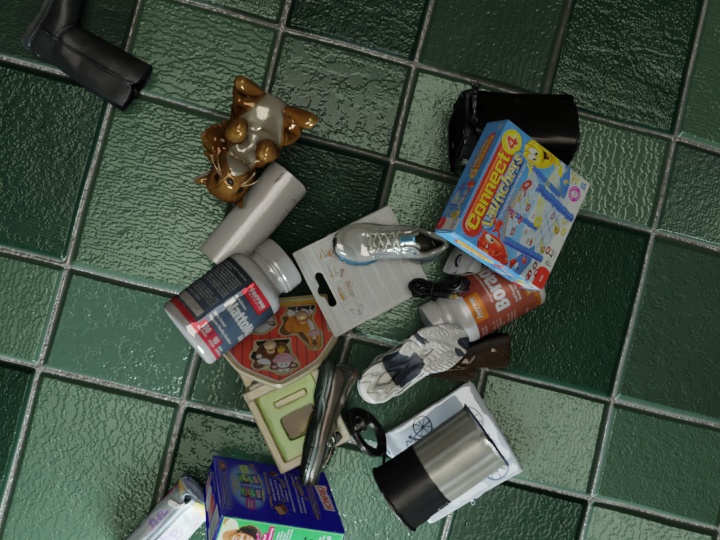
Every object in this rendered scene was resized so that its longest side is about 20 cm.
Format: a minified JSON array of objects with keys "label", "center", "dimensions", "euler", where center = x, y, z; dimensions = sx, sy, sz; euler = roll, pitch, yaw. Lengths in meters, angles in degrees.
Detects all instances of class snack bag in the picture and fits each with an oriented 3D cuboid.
[{"label":"snack bag","center":[0.160,0.324,1.286],"dimensions":[0.200,0.021,0.189],"euler":[-31,90,-3]}]

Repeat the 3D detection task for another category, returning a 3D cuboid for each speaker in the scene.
[{"label":"speaker","center":[-0.182,-0.086,1.240],"dimensions":[0.081,0.081,0.200],"euler":[39,87,-3]}]

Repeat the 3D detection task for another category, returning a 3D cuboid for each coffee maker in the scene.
[{"label":"coffee maker","center":[0.262,-0.235,1.228],"dimensions":[0.200,0.192,0.135],"euler":[1,92,-4]}]

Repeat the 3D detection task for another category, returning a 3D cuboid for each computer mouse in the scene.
[{"label":"computer mouse","center":[0.175,-0.021,1.242],"dimensions":[0.200,0.110,0.044],"euler":[-44,119,-35]}]

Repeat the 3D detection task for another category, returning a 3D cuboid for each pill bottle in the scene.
[{"label":"pill bottle","center":[0.206,0.053,1.253],"dimensions":[0.200,0.112,0.112],"euler":[-28,91,-5]},{"label":"pill bottle","center":[-0.199,0.043,1.163],"dimensions":[0.200,0.120,0.120],"euler":[-39,92,-15]}]

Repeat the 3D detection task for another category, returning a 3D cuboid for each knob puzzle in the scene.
[{"label":"knob puzzle","center":[-0.135,0.108,1.195],"dimensions":[0.219,0.220,0.030],"euler":[-5,131,-5]}]

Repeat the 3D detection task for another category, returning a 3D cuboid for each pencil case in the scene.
[{"label":"pencil case","center":[-0.329,0.438,1.205],"dimensions":[0.083,0.091,0.200],"euler":[43,86,-2]}]

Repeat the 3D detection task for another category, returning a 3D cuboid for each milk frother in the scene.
[{"label":"milk frother","center":[0.100,0.277,1.186],"dimensions":[0.188,0.181,0.200],"euler":[-36,96,1]}]

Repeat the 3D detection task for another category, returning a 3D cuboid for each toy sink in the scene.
[{"label":"toy sink","center":[-0.118,0.213,1.220],"dimensions":[0.130,0.112,0.200],"euler":[-25,90,-6]}]

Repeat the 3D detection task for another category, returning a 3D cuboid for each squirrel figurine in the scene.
[{"label":"squirrel figurine","center":[-0.191,-0.199,1.198],"dimensions":[0.141,0.200,0.187],"euler":[26,89,-23]}]

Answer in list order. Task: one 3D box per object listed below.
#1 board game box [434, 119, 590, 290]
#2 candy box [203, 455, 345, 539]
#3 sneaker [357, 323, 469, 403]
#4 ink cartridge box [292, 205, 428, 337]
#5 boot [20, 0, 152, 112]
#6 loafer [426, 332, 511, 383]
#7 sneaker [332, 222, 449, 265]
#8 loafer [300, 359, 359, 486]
[{"label":"board game box","center":[0.243,-0.100,1.150],"dimensions":[0.196,0.056,0.200],"euler":[30,82,-26]},{"label":"candy box","center":[-0.141,0.383,1.160],"dimensions":[0.200,0.169,0.077],"euler":[14,104,-18]},{"label":"sneaker","center":[0.078,0.152,1.202],"dimensions":[0.199,0.130,0.080],"euler":[-35,90,-13]},{"label":"ink cartridge box","center":[0.000,0.000,1.247],"dimensions":[0.200,0.057,0.163],"euler":[-27,91,-17]},{"label":"boot","center":[-0.443,-0.390,1.236],"dimensions":[0.200,0.066,0.165],"euler":[32,94,0]},{"label":"loafer","center":[0.173,0.165,1.266],"dimensions":[0.200,0.073,0.071],"euler":[-14,92,-3]},{"label":"sneaker","center":[0.054,-0.050,1.205],"dimensions":[0.200,0.087,0.075],"euler":[-2,83,-19]},{"label":"loafer","center":[-0.047,0.243,1.142],"dimensions":[0.063,0.072,0.200],"euler":[11,89,-13]}]
